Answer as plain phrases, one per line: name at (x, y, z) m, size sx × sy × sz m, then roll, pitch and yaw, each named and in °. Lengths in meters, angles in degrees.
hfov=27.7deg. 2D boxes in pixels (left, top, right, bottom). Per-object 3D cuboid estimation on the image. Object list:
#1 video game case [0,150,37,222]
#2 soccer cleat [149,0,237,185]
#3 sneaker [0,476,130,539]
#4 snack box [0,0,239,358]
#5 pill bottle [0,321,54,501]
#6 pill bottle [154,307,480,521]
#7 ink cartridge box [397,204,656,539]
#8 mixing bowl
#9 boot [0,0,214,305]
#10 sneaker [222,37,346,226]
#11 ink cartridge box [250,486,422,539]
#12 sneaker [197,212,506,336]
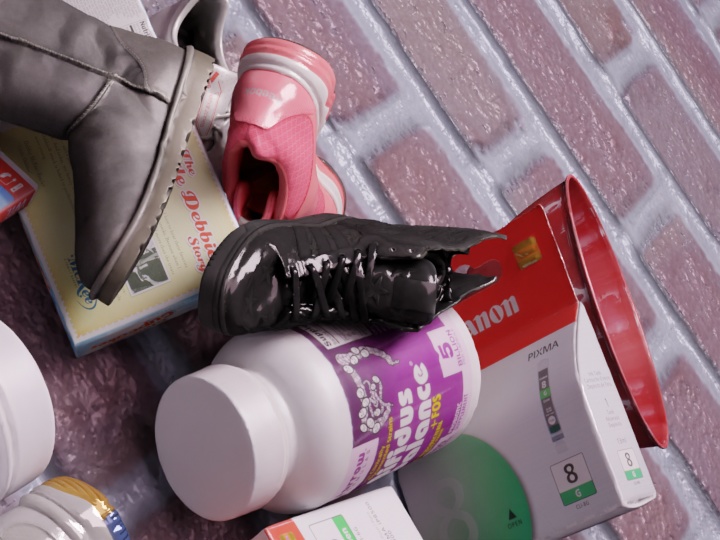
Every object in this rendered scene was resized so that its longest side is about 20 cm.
video game case at (-0.274, -0.048, 0.744) m, size 0.143 × 0.017 × 0.200 m, roll 42°, pitch 35°, yaw 2°
soccer cleat at (-0.109, -0.087, 0.919) m, size 0.068 × 0.085 × 0.202 m, roll 18°, pitch 54°, yaw -36°
sneaker at (-0.136, 0.205, 0.718) m, size 0.088 × 0.075 × 0.202 m, roll -33°, pitch 106°, yaw -35°
snack box at (-0.152, -0.064, 0.859) m, size 0.115 × 0.037 × 0.202 m, roll -22°, pitch 81°, yaw -14°
pill bottle at (-0.240, 0.097, 0.655) m, size 0.199 × 0.113 × 0.115 m, roll -31°, pitch 88°, yaw -49°
pill bottle at (-0.024, 0.080, 0.879) m, size 0.199 × 0.112 × 0.113 m, roll -17°, pitch 78°, yaw -48°
ink cartridge box at (0.084, 0.082, 0.948) m, size 0.050 × 0.160 × 0.202 m, roll -4°, pitch 69°, yaw -50°
mixing bowl at (0.135, 0.044, 1.037) m, size 0.200 × 0.107 × 0.203 m, roll -20°, pitch 90°, yaw -75°
boot at (-0.192, -0.091, 0.789) m, size 0.198 × 0.073 × 0.184 m, roll 23°, pitch 52°, yaw -16°
sneaker at (-0.058, -0.049, 0.899) m, size 0.073 × 0.201 × 0.088 m, roll 15°, pitch 57°, yaw 13°
ink cartridge box at (-0.022, 0.196, 0.821) m, size 0.199 × 0.050 × 0.110 m, roll -4°, pitch 58°, yaw -57°
sneaker at (0.000, 0.003, 0.844) m, size 0.199 × 0.103 × 0.061 m, roll -23°, pitch 124°, yaw -59°
